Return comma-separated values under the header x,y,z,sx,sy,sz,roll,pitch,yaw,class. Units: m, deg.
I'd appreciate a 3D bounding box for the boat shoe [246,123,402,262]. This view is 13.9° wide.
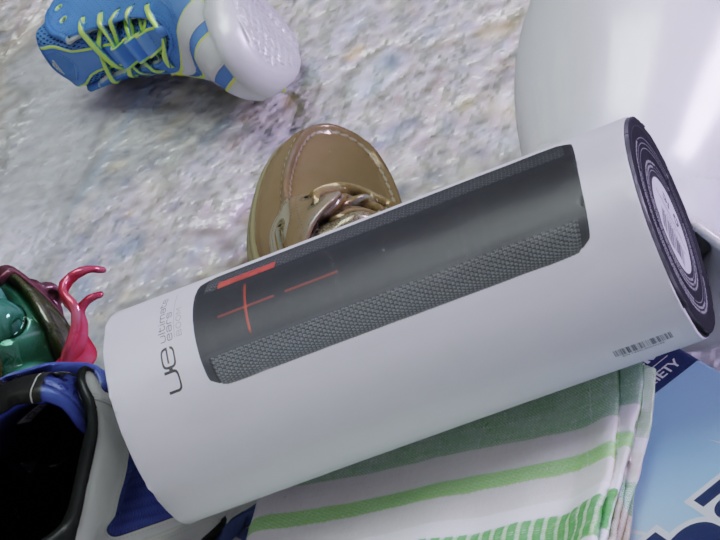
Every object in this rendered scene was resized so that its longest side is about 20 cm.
x,y,z,sx,sy,sz,roll,pitch,yaw,class
0.000,0.000,1.152,0.071,0.065,0.200,9,38,-15,boat shoe

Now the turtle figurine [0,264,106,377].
x,y,z,sx,sy,sz,roll,pitch,yaw,class
-0.165,0.037,1.206,0.100,0.150,0.200,-1,18,-26,turtle figurine

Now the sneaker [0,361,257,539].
x,y,z,sx,sy,sz,roll,pitch,yaw,class
-0.089,0.063,1.104,0.080,0.115,0.200,-5,38,28,sneaker

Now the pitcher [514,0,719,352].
x,y,z,sx,sy,sz,roll,pitch,yaw,class
0.136,-0.052,1.112,0.171,0.121,0.200,9,44,12,pitcher

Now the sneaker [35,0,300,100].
x,y,z,sx,sy,sz,roll,pitch,yaw,class
-0.094,-0.108,1.397,0.105,0.076,0.200,-38,25,6,sneaker

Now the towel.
x,y,z,sx,sy,sz,roll,pitch,yaw,class
0.018,0.106,0.973,0.152,0.023,0.200,-14,34,23,towel

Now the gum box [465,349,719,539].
x,y,z,sx,sy,sz,roll,pitch,yaw,class
0.096,0.118,0.962,0.170,0.045,0.200,-38,35,-14,gum box

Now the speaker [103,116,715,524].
x,y,z,sx,sy,sz,roll,pitch,yaw,class
0.015,0.019,1.010,0.200,0.081,0.081,-20,33,16,speaker
